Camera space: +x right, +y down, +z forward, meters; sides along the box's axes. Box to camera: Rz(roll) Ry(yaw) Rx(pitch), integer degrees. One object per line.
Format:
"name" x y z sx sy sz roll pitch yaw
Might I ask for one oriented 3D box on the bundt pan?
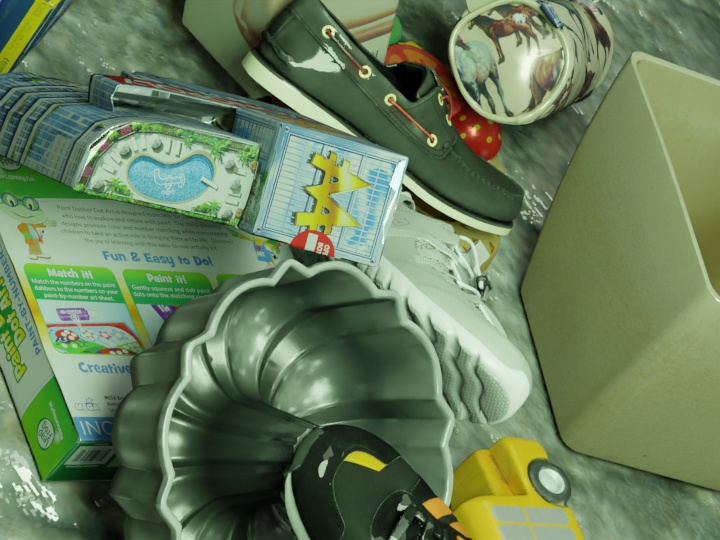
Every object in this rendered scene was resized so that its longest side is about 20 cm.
"bundt pan" -0.048 0.094 1.392 0.202 0.076 0.202 0 90 -45

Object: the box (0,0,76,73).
"box" -0.180 -0.194 1.625 0.064 0.070 0.200 38 36 -4

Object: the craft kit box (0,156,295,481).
"craft kit box" -0.111 0.022 1.493 0.200 0.049 0.198 4 53 -40

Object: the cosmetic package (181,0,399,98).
"cosmetic package" -0.029 -0.210 1.610 0.103 0.200 0.087 -19 51 -30

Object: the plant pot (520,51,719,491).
"plant pot" 0.210 0.019 1.672 0.200 0.177 0.200 17 43 -31

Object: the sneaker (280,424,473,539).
"sneaker" 0.044 0.148 1.366 0.200 0.090 0.070 54 56 -31

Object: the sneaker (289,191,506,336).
"sneaker" 0.000 0.000 1.589 0.200 0.073 0.085 44 34 1

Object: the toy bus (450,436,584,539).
"toy bus" 0.091 0.187 1.491 0.078 0.065 0.200 4 51 -38

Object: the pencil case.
"pencil case" 0.112 -0.144 1.786 0.200 0.078 0.090 -26 108 -75

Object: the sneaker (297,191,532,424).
"sneaker" 0.041 0.007 1.490 0.082 0.075 0.200 -26 42 -18

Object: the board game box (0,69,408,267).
"board game box" -0.076 -0.059 1.430 0.200 0.062 0.200 12 5 -35

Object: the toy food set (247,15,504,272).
"toy food set" 0.013 -0.086 1.710 0.198 0.049 0.200 38 37 -5

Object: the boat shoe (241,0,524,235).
"boat shoe" 0.026 -0.088 1.607 0.201 0.063 0.074 35 10 -26

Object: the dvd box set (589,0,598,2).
"dvd box set" 0.053 -0.239 1.805 0.146 0.029 0.200 25 3 -44
